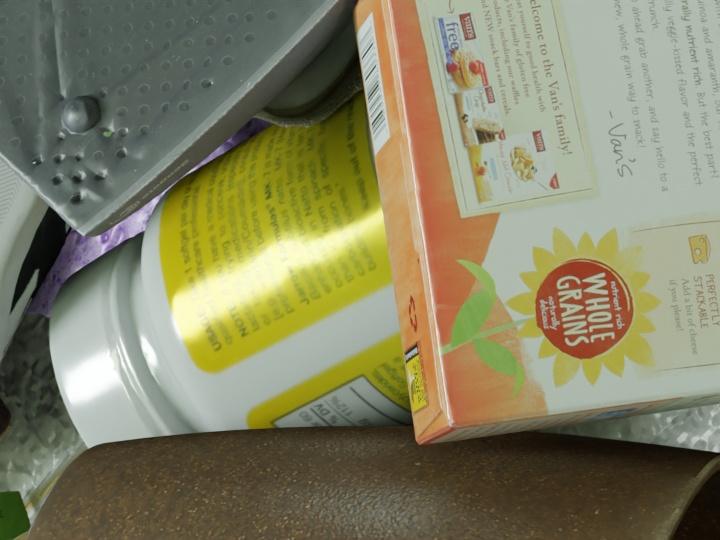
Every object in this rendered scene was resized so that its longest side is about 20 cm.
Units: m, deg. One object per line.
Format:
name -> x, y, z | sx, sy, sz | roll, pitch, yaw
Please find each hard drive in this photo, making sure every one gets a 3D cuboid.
hard drive -> -0.051, -0.114, 0.884 | 0.135, 0.042, 0.200 | 41, 85, 22

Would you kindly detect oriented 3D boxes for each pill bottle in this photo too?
pill bottle -> 0.000, 0.000, 0.956 | 0.199, 0.114, 0.115 | -28, 73, 27

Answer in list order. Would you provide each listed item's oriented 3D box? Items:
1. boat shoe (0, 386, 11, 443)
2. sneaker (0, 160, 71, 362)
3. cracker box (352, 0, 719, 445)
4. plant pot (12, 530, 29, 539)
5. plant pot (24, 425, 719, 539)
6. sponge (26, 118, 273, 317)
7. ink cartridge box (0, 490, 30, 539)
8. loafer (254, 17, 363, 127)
boat shoe -> -0.168, 0.046, 1.122 | 0.072, 0.072, 0.201 | 22, 121, -6
sneaker -> -0.124, -0.014, 1.005 | 0.073, 0.112, 0.200 | 38, 129, 6
cracker box -> 0.106, -0.030, 0.844 | 0.058, 0.199, 0.135 | 136, 126, -78
plant pot -> -0.056, 0.165, 0.966 | 0.201, 0.199, 0.028 | 65, 152, 19
plant pot -> -0.002, 0.122, 0.891 | 0.199, 0.187, 0.188 | 15, 99, 19
sponge -> -0.102, -0.035, 1.104 | 0.199, 0.030, 0.112 | 10, 96, 38
ink cartridge box -> -0.119, 0.157, 1.040 | 0.076, 0.147, 0.201 | -36, 68, 33
loafer -> -0.038, -0.101, 0.974 | 0.075, 0.070, 0.200 | -46, 36, 5
